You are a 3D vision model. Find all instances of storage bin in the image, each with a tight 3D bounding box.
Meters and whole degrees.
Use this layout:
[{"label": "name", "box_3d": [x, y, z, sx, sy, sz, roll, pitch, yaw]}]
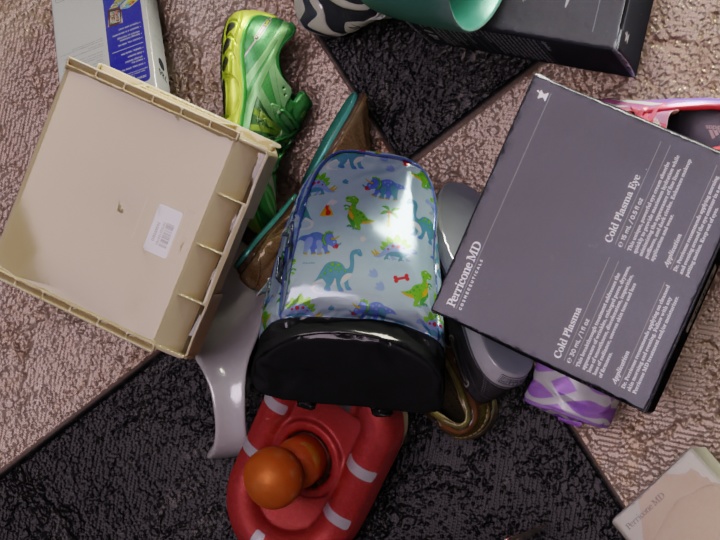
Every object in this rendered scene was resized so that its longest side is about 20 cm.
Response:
[{"label": "storage bin", "box_3d": [-0.190, -0.052, 1.364, 0.197, 0.094, 0.202, 24, 95, 10]}]

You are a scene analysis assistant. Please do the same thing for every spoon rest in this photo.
[{"label": "spoon rest", "box_3d": [-0.125, 0.066, 1.427, 0.098, 0.061, 0.203, -6, 84, -12]}]

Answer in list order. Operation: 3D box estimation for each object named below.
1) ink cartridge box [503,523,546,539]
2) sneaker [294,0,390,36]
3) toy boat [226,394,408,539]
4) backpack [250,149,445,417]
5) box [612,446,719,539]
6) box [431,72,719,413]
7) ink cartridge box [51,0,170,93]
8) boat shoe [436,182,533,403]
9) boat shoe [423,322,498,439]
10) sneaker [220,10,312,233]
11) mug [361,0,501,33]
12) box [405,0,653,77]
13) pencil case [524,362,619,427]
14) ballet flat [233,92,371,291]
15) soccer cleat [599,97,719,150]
[{"label": "ink cartridge box", "box_3d": [0.044, 0.244, 1.298, 0.199, 0.162, 0.050, -34, 76, 12]}, {"label": "sneaker", "box_3d": [-0.004, -0.307, 1.383, 0.129, 0.079, 0.202, 7, 101, 46]}, {"label": "toy boat", "box_3d": [-0.054, 0.166, 1.346, 0.130, 0.130, 0.202, 34, 116, 20]}, {"label": "backpack", "box_3d": [0.000, 0.000, 1.304, 0.161, 0.201, 0.155, 7, 131, 2]}, {"label": "box", "box_3d": [0.301, 0.244, 1.251, 0.095, 0.078, 0.200, -45, 72, 10]}, {"label": "box", "box_3d": [0.181, -0.019, 1.219, 0.180, 0.104, 0.202, 25, 92, 15]}, {"label": "ink cartridge box", "box_3d": [-0.234, -0.203, 1.482, 0.098, 0.039, 0.202, -17, 59, 12]}, {"label": "boat shoe", "box_3d": [0.093, 0.021, 1.353, 0.066, 0.069, 0.202, -50, 48, 44]}, {"label": "boat shoe", "box_3d": [0.042, 0.060, 1.370, 0.200, 0.068, 0.072, 45, 100, 19]}, {"label": "sneaker", "box_3d": [-0.084, -0.132, 1.430, 0.082, 0.074, 0.203, -1, 98, -8]}, {"label": "mug", "box_3d": [0.056, -0.278, 1.263, 0.113, 0.185, 0.154, 15, 113, 23]}, {"label": "box", "box_3d": [0.150, -0.260, 1.349, 0.198, 0.104, 0.150, 14, 88, 20]}, {"label": "pencil case", "box_3d": [0.198, 0.030, 1.308, 0.083, 0.085, 0.202, 20, 89, 6]}, {"label": "ballet flat", "box_3d": [-0.032, -0.060, 1.410, 0.072, 0.068, 0.201, 35, 80, -7]}, {"label": "soccer cleat", "box_3d": [0.233, -0.116, 1.319, 0.197, 0.073, 0.069, 0, 84, 19]}]
